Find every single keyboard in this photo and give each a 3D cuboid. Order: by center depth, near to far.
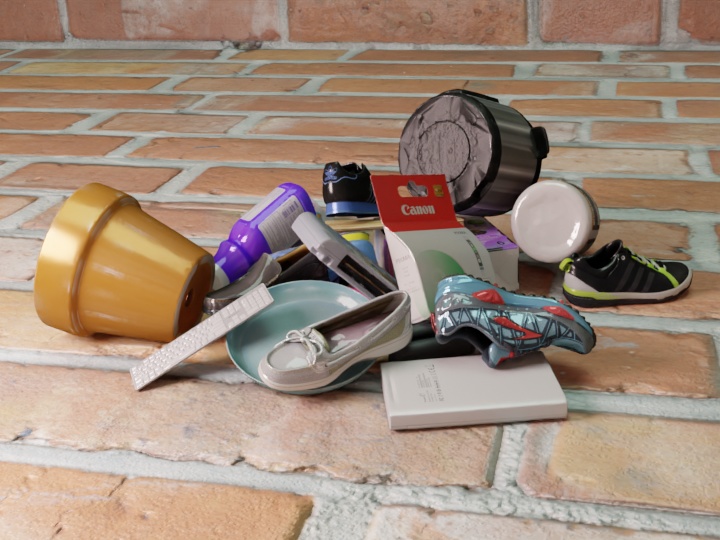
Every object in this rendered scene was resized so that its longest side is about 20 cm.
[{"bbox_3d":[-0.197,0.081,1.324,0.199,0.011,0.056,-33,24,-5],"label":"keyboard"}]

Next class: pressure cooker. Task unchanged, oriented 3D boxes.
[{"bbox_3d":[0.169,-0.166,1.584,0.175,0.180,0.199,36,20,31],"label":"pressure cooker"}]

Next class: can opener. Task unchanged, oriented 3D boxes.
[{"bbox_3d":[0.125,0.070,1.341,0.198,0.067,0.054,-10,42,-17],"label":"can opener"}]

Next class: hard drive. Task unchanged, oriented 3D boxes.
[{"bbox_3d":[0.126,0.137,1.238,0.197,0.027,0.132,-3,22,-3],"label":"hard drive"}]

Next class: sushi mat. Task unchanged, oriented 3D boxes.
[{"bbox_3d":[0.047,-0.070,1.567,0.197,0.012,0.096,-4,11,-3],"label":"sushi mat"}]

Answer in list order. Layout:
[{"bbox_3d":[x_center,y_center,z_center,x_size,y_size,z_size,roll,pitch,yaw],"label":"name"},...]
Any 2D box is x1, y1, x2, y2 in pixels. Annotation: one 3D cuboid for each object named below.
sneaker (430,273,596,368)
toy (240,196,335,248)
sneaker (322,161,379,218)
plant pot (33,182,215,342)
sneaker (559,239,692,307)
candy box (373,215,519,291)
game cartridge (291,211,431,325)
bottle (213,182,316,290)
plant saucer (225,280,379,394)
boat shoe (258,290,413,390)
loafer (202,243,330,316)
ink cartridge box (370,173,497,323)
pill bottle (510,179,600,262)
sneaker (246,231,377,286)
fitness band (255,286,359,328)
[{"bbox_3d":[0.178,0.078,1.272,0.198,0.080,0.096,15,65,7],"label":"sneaker"},{"bbox_3d":[-0.098,-0.053,1.702,0.114,0.048,0.200,-23,35,-19],"label":"toy"},{"bbox_3d":[0.004,-0.120,1.596,0.069,0.079,0.200,-5,-1,24],"label":"sneaker"},{"bbox_3d":[-0.299,0.007,1.415,0.181,0.202,0.200,19,26,11],"label":"plant pot"},{"bbox_3d":[0.372,-0.001,1.480,0.198,0.084,0.072,-8,22,-14],"label":"sneaker"},{"bbox_3d":[0.121,-0.025,1.583,0.166,0.072,0.200,-8,22,-12],"label":"candy box"},{"bbox_3d":[0.000,0.000,1.413,0.199,0.042,0.133,38,9,-27],"label":"game cartridge"},{"bbox_3d":[-0.153,-0.047,1.608,0.065,0.084,0.200,18,52,43],"label":"bottle"},{"bbox_3d":[-0.067,0.086,1.326,0.197,0.028,0.201,0,38,0],"label":"plant saucer"},{"bbox_3d":[-0.028,0.080,1.259,0.200,0.065,0.075,-18,41,-20],"label":"boat shoe"},{"bbox_3d":[-0.127,0.011,1.428,0.199,0.073,0.072,-20,26,-41],"label":"loafer"},{"bbox_3d":[0.103,-0.037,1.412,0.050,0.202,0.160,-19,-9,42],"label":"ink cartridge box"},{"bbox_3d":[0.292,-0.072,1.575,0.115,0.118,0.200,4,4,17],"label":"pill bottle"},{"bbox_3d":[-0.071,0.006,1.538,0.198,0.079,0.066,-15,-17,14],"label":"sneaker"},{"bbox_3d":[-0.077,0.060,1.441,0.197,0.038,0.144,-3,21,-4],"label":"fitness band"}]
